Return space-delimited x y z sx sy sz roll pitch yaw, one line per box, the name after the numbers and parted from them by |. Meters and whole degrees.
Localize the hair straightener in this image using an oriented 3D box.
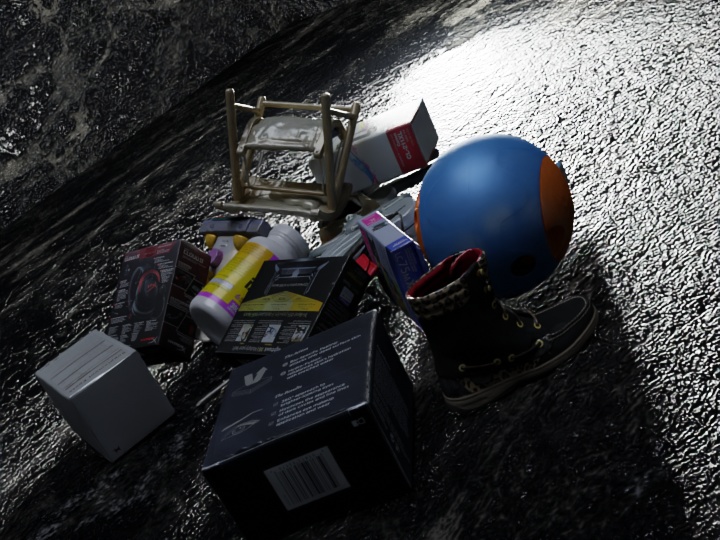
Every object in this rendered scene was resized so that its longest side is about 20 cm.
0.000 0.000 1.517 0.201 0.077 0.041 -50 19 4 | hair straightener

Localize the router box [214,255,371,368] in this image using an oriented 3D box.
-0.094 0.061 1.424 0.198 0.052 0.159 -2 53 50 | router box

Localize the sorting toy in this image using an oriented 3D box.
-0.236 0.040 1.731 0.199 0.107 0.182 2 55 52 | sorting toy

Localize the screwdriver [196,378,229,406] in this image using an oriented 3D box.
-0.156 0.129 1.492 0.198 0.029 0.028 -33 22 -13 | screwdriver

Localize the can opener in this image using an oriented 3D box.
0.053 -0.163 1.854 0.198 0.053 0.067 -24 21 10 | can opener

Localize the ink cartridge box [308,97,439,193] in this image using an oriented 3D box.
0.024 -0.207 1.799 0.197 0.084 0.146 -18 21 20 | ink cartridge box

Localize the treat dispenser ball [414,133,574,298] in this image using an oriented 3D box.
0.165 -0.067 1.295 0.198 0.203 0.201 -24 22 10 | treat dispenser ball

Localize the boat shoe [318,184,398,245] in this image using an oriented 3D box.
0.000 -0.095 1.743 0.074 0.069 0.200 -9 28 39 | boat shoe

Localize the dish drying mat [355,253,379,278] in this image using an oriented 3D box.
-0.053 0.059 1.453 0.200 0.018 0.077 -48 21 0 | dish drying mat

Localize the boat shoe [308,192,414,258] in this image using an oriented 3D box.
0.004 -0.061 1.638 0.197 0.063 0.073 -23 -15 2 | boat shoe

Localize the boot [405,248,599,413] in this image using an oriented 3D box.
0.152 0.045 1.129 0.198 0.152 0.073 -29 21 -3 | boot

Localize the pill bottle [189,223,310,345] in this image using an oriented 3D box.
-0.165 0.020 1.609 0.104 0.105 0.200 1 44 52 | pill bottle

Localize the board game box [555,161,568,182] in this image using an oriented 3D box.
0.201 -0.087 1.527 0.197 0.035 0.135 -18 24 26 | board game box

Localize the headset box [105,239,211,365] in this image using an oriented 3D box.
-0.329 0.046 1.694 0.147 0.075 0.203 -11 61 38 | headset box

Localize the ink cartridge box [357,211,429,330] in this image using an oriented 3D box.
0.056 0.002 1.389 0.042 0.121 0.200 -26 21 -9 | ink cartridge box

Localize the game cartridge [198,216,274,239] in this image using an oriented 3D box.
-0.180 -0.045 1.771 0.199 0.130 0.039 3 55 52 | game cartridge

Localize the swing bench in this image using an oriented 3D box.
-0.119 -0.186 1.707 0.196 0.204 0.129 8 5 25 | swing bench

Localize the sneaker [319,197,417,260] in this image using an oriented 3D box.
0.018 -0.025 1.568 0.198 0.071 0.073 -32 29 5 | sneaker

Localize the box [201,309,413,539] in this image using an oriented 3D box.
-0.049 0.169 1.146 0.194 0.118 0.201 -23 23 14 | box

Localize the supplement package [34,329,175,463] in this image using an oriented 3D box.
-0.377 0.179 1.526 0.117 0.118 0.199 -37 23 -22 | supplement package
